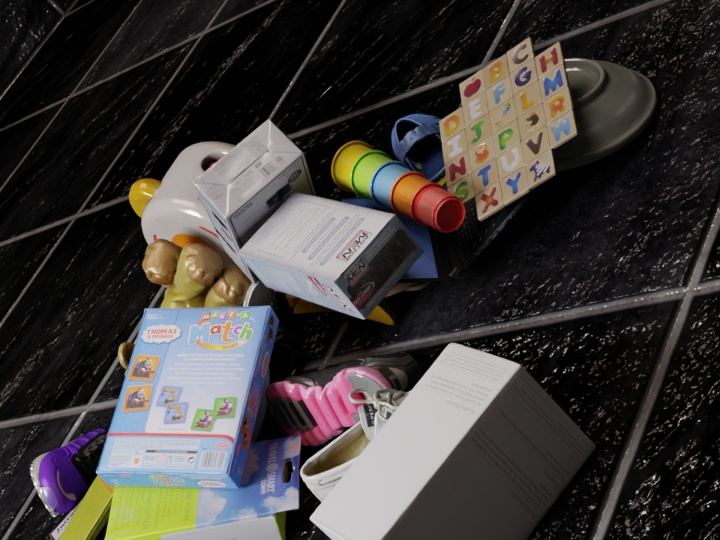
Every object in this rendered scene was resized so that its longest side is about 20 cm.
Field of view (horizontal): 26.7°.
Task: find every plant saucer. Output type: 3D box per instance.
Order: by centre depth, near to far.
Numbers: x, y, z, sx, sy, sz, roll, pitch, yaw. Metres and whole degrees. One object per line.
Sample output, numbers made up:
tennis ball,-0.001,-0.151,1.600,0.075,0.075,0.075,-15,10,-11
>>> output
plant saucer,0.216,-0.180,1.631,0.200,0.050,0.200,-15,34,10

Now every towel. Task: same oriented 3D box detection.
towel,-0.286,0.258,1.658,0.200,0.018,0.086,-58,21,-4

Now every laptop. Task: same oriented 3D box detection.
laptop,0.074,-0.079,1.654,0.200,0.103,0.177,-49,25,25

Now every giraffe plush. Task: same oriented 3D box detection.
giraffe plush,-0.221,0.071,1.865,0.200,0.173,0.162,-9,52,57

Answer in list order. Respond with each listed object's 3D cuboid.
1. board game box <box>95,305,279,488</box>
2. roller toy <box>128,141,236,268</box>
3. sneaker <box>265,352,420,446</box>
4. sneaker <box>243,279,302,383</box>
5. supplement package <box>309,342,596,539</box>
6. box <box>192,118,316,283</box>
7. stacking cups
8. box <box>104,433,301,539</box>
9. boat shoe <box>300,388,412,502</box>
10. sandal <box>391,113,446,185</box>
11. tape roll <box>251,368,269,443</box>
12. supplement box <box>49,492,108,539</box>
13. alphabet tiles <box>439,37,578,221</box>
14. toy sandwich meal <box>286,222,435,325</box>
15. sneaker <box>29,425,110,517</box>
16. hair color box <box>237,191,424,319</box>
board game box,-0.178,0.129,1.584,0.151,0.037,0.200,-2,56,21
roller toy,-0.182,-0.062,1.953,0.182,0.200,0.140,-8,44,43
sneaker,-0.015,0.125,1.579,0.200,0.079,0.095,-13,18,46
sneaker,-0.095,0.068,1.772,0.099,0.071,0.200,-9,48,48
supplement package,0.078,0.179,1.283,0.200,0.117,0.117,-50,26,-14
box,-0.112,-0.074,1.724,0.117,0.060,0.200,-42,-20,-9
stacking cups,0.040,-0.091,1.632,0.061,0.061,0.200,-48,33,-8
box,-0.154,0.236,1.549,0.200,0.048,0.122,-11,33,6
boat shoe,0.023,0.146,1.449,0.202,0.086,0.075,-37,26,15
sandal,0.074,-0.156,1.840,0.079,0.087,0.200,-44,23,4
tape roll,-0.190,0.147,1.703,0.202,0.071,0.202,-29,50,41
supplement box,-0.263,0.299,1.670,0.109,0.061,0.200,-49,25,-10
alphabet tiles,0.152,-0.151,1.597,0.166,0.006,0.200,-32,43,30
toy sandwich meal,0.000,0.000,1.721,0.205,0.070,0.205,-9,31,5
sneaker,-0.316,0.223,1.802,0.100,0.070,0.200,-26,6,14
hair color box,-0.035,-0.019,1.603,0.099,0.061,0.200,-48,30,-16
